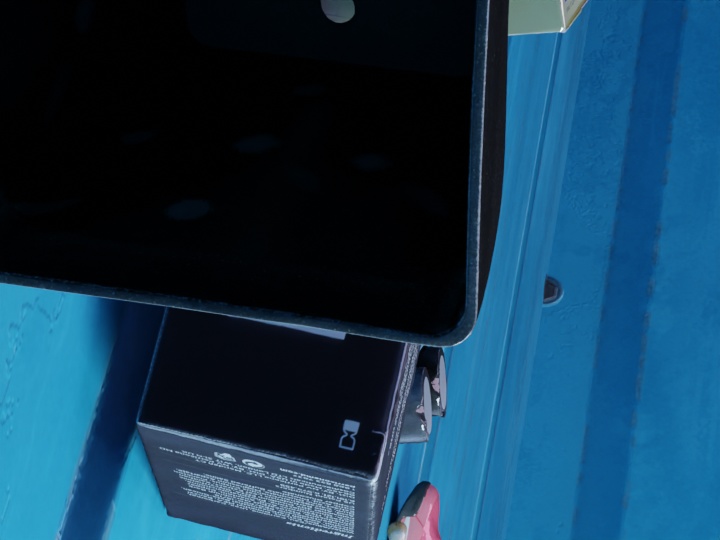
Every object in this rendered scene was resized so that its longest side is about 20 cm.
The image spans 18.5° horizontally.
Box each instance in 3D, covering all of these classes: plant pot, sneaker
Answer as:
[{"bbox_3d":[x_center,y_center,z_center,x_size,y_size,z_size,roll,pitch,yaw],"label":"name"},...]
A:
[{"bbox_3d":[-0.030,-0.111,0.776,0.177,0.199,0.201,-52,147,-61],"label":"plant pot"},{"bbox_3d":[0.068,0.291,1.989,0.074,0.086,0.201,-11,106,-81],"label":"sneaker"}]

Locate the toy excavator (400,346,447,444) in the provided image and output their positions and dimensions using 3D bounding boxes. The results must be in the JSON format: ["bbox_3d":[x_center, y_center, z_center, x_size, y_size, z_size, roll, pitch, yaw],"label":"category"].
[{"bbox_3d":[0.000,0.000,1.435,0.194,0.099,0.201,-48,134,-76],"label":"toy excavator"}]

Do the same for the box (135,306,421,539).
[{"bbox_3d":[-0.026,0.022,1.086,0.200,0.117,0.198,90,13,-71],"label":"box"}]

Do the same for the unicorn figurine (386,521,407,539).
[{"bbox_3d":[-0.013,0.207,1.485,0.200,0.073,0.138,-79,-179,-59],"label":"unicorn figurine"}]

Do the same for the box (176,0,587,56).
[{"bbox_3d":[-0.004,-0.197,0.886,0.097,0.175,0.201,-53,136,-61],"label":"box"}]
